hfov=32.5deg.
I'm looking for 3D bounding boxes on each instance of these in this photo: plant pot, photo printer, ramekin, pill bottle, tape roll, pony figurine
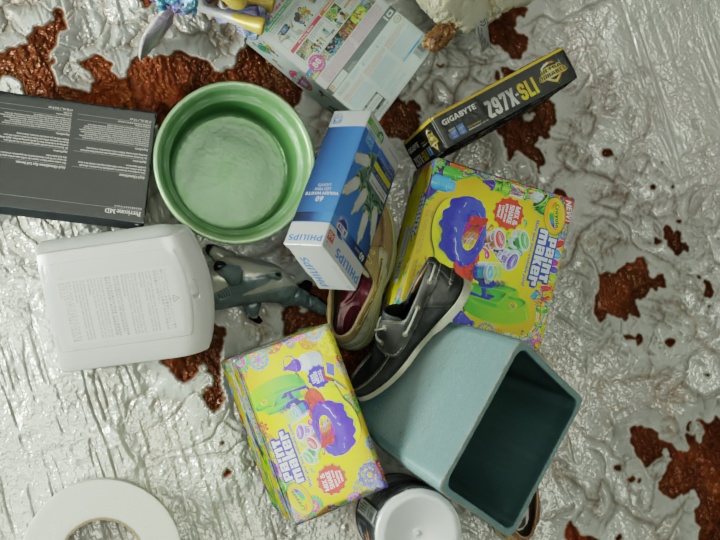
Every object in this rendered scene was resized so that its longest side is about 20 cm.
[{"bbox_3d":[0.116,0.173,1.522,0.197,0.199,0.196,-59,139,-9],"label":"plant pot"},{"bbox_3d":[-0.278,0.031,1.496,0.198,0.070,0.168,-8,106,4],"label":"photo printer"},{"bbox_3d":[-0.161,-0.128,1.555,0.198,0.098,0.202,1,86,-10],"label":"ramekin"},{"bbox_3d":[0.052,0.305,1.508,0.105,0.200,0.107,0,87,-8],"label":"pill bottle"},{"bbox_3d":[-0.317,0.357,1.518,0.201,0.037,0.205,1,86,-11],"label":"tape roll"},{"bbox_3d":[-0.206,-0.343,1.508,0.198,0.193,0.168,14,80,0],"label":"pony figurine"}]

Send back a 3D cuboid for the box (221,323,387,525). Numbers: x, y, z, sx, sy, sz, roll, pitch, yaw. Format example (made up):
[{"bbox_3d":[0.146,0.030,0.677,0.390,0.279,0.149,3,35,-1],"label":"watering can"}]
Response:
[{"bbox_3d":[-0.073,0.182,1.491,0.121,0.193,0.202,-20,90,-11],"label":"box"}]

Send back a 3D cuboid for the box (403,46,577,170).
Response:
[{"bbox_3d":[0.164,-0.205,1.592,0.199,0.160,0.050,-29,91,-11],"label":"box"}]

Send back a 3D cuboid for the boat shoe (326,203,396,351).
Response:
[{"bbox_3d":[0.000,0.000,1.579,0.073,0.066,0.202,4,80,18],"label":"boat shoe"}]

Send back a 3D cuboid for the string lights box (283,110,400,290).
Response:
[{"bbox_3d":[-0.020,-0.088,1.534,0.059,0.103,0.201,2,59,29],"label":"string lights box"}]

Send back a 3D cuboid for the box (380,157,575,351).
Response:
[{"bbox_3d":[0.148,-0.016,1.593,0.191,0.122,0.202,15,84,-10],"label":"box"}]

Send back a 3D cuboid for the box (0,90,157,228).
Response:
[{"bbox_3d":[-0.359,-0.133,1.528,0.198,0.079,0.142,7,81,-11],"label":"box"}]

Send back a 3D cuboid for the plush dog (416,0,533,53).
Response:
[{"bbox_3d":[0.108,-0.388,1.604,0.199,0.172,0.161,17,122,-39],"label":"plush dog"}]

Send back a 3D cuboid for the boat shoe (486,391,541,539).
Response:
[{"bbox_3d":[0.200,0.254,1.606,0.075,0.072,0.202,-10,87,-11],"label":"boat shoe"}]

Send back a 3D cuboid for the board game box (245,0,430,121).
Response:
[{"bbox_3d":[-0.025,-0.296,1.612,0.200,0.064,0.148,39,79,-7],"label":"board game box"}]

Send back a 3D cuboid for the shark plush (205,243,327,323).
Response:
[{"bbox_3d":[-0.133,0.028,1.585,0.199,0.091,0.084,10,104,-30],"label":"shark plush"}]

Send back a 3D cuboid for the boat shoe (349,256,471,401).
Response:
[{"bbox_3d":[0.045,0.070,1.479,0.067,0.072,0.200,34,107,-21],"label":"boat shoe"}]
